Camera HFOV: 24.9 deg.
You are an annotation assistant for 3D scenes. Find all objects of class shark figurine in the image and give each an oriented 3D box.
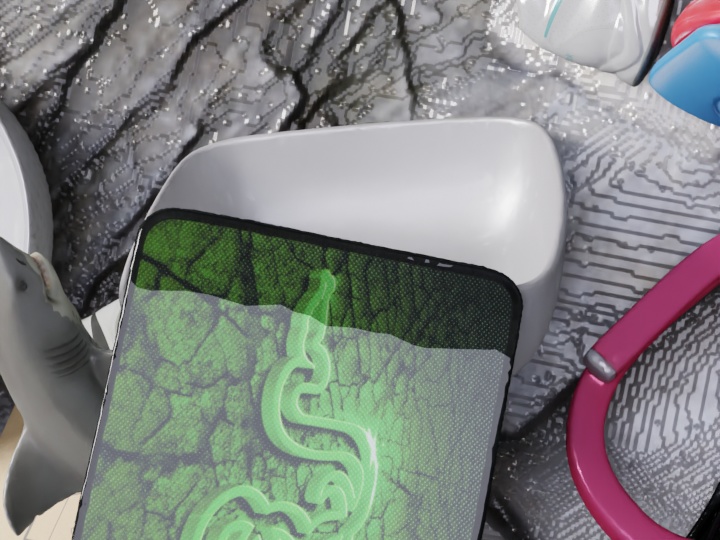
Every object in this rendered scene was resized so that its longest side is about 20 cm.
[{"bbox_3d":[-0.104,0.091,0.705,0.214,0.128,0.090,42,63,4],"label":"shark figurine"}]

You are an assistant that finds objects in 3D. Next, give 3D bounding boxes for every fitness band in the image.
[{"bbox_3d":[0.191,0.059,0.778,0.200,0.037,0.144,-41,76,-9],"label":"fitness band"}]

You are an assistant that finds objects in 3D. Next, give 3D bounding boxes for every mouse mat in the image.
[{"bbox_3d":[-0.029,0.083,0.648,0.161,0.008,0.200,11,82,1],"label":"mouse mat"}]

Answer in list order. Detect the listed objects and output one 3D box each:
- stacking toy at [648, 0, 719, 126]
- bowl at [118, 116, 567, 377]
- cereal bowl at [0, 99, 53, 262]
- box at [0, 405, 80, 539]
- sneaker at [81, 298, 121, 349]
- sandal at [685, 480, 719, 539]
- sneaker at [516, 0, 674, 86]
[{"bbox_3d":[0.213,-0.168,0.769,0.116,0.110,0.200,11,82,-4],"label":"stacking toy"},{"bbox_3d":[0.000,0.000,0.771,0.200,0.200,0.075,-5,118,9],"label":"bowl"},{"bbox_3d":[-0.251,-0.020,0.866,0.200,0.083,0.200,0,92,12],"label":"cereal bowl"},{"bbox_3d":[-0.114,0.143,0.829,0.200,0.021,0.164,19,78,25],"label":"box"},{"bbox_3d":[-0.084,0.087,0.785,0.089,0.074,0.200,-44,63,-1],"label":"sneaker"},{"bbox_3d":[0.185,0.152,0.799,0.075,0.048,0.201,21,94,10],"label":"sandal"},{"bbox_3d":[0.131,-0.196,0.793,0.080,0.070,0.201,18,95,13],"label":"sneaker"}]
